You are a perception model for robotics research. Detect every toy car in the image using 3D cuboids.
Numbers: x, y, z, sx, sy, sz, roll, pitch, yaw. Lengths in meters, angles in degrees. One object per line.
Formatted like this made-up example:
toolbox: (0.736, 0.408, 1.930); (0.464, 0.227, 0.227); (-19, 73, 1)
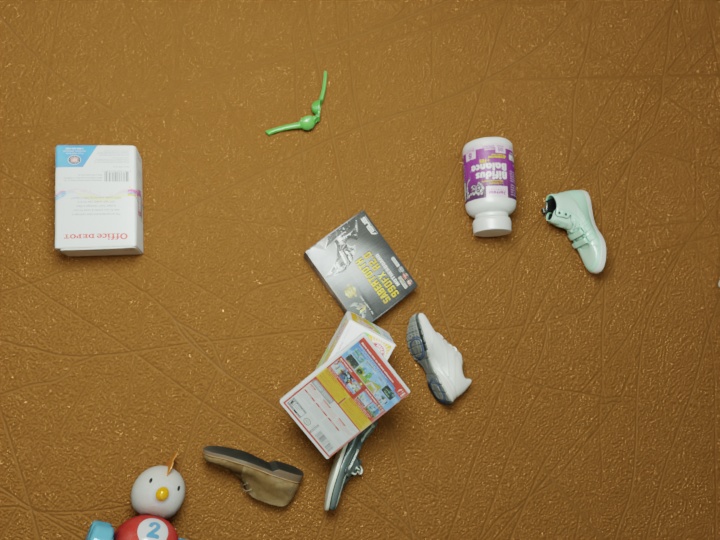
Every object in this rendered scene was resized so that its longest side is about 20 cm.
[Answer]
toy car: (-0.363, 0.421, 1.026); (0.183, 0.177, 0.202); (21, 65, -18)

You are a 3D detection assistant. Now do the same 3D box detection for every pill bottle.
pill bottle: (0.285, -0.180, 1.279); (0.111, 0.112, 0.202); (0, 81, -12)

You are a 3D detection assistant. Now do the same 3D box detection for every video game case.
video game case: (-0.028, 0.230, 1.066); (0.200, 0.017, 0.143); (-38, 97, 0)

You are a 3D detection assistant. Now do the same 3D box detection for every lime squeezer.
lime squeezer: (-0.114, -0.348, 1.268); (0.070, 0.038, 0.200); (33, 75, 27)

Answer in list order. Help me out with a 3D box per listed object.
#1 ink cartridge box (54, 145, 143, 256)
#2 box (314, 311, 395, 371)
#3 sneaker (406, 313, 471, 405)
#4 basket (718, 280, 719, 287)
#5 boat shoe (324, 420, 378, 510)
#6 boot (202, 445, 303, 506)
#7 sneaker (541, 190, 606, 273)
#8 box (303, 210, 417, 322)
ink cartridge box: (-0.500, -0.131, 1.119); (0.143, 0.085, 0.202); (-2, 80, -12)
box: (-0.026, 0.195, 1.129); (0.101, 0.112, 0.201); (28, 91, -6)
sneaker: (0.163, 0.179, 1.227); (0.087, 0.074, 0.201); (-26, 94, -26)
basket: (1.001, -0.021, 1.362); (0.196, 0.200, 0.162); (17, 76, -9)
boat shoe: (-0.019, 0.377, 1.147); (0.061, 0.073, 0.202); (20, 72, -4)
boot: (-0.213, 0.392, 1.107); (0.199, 0.074, 0.076); (23, 87, -10)
sneaker: (0.479, -0.085, 1.323); (0.117, 0.074, 0.202); (-4, 72, -19)
box: (0.000, 0.000, 1.222); (0.158, 0.048, 0.201); (-35, 89, -15)
